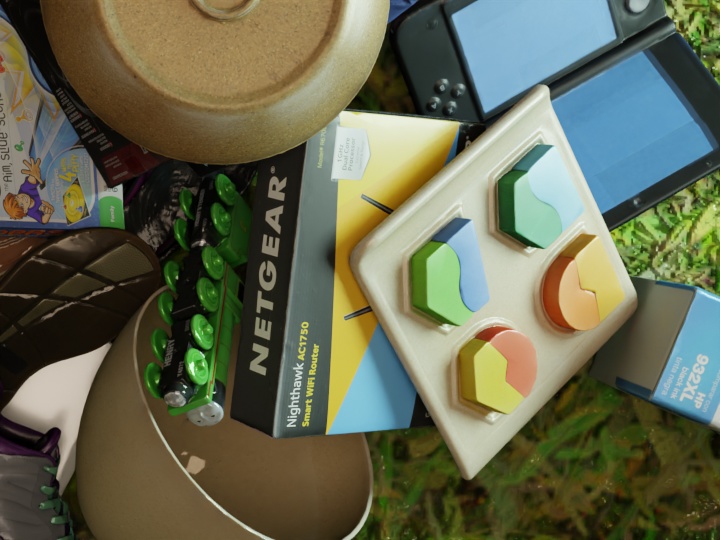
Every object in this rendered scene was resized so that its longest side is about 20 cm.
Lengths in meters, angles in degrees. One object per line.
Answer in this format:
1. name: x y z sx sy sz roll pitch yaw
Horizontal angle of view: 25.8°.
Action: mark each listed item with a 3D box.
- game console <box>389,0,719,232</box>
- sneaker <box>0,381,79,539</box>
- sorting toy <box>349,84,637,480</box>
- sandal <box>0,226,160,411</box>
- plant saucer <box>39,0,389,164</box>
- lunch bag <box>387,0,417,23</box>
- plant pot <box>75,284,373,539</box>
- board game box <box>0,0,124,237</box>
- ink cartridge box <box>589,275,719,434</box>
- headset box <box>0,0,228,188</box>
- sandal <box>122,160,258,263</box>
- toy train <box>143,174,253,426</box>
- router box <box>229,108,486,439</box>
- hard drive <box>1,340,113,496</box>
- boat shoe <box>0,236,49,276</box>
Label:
1. game console: 0.147 -0.129 1.076 0.200 0.118 0.171 -30 129 -8
2. sneaker: -0.211 0.156 1.018 0.087 0.074 0.200 -34 109 4
3. sorting toy: 0.097 0.010 1.011 0.185 0.036 0.200 -42 123 -25
4. sandal: -0.222 0.037 1.037 0.200 0.055 0.082 -41 116 10
5. plant saucer: -0.078 -0.159 0.876 0.200 0.035 0.201 -1 95 -11
6. lunch bag: -0.060 -0.223 0.974 0.132 0.136 0.200 -29 97 11
7. plant pot: -0.109 0.126 1.029 0.200 0.200 0.134 46 118 -7
8. board game box: -0.227 -0.122 1.022 0.135 0.034 0.201 0 80 -33
9. ink cartridge box: 0.280 0.081 1.093 0.200 0.145 0.084 23 89 -9
10. headset box: -0.145 -0.144 0.964 0.077 0.149 0.200 -35 99 -24
11. sandal: -0.134 -0.047 1.075 0.075 0.048 0.201 40 86 -8
12. toy train: -0.097 0.017 0.990 0.042 0.200 0.056 -20 129 21
13. router box: 0.000 0.000 0.988 0.149 0.051 0.201 0 100 -41
14. hard drive: -0.259 0.116 1.072 0.132 0.027 0.200 27 88 -8
15. boat shoe: -0.302 -0.025 1.027 0.199 0.072 0.076 -11 61 -9
